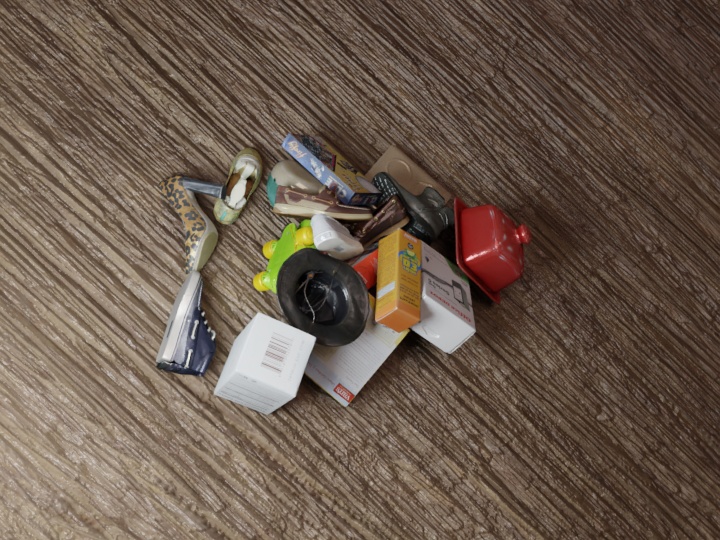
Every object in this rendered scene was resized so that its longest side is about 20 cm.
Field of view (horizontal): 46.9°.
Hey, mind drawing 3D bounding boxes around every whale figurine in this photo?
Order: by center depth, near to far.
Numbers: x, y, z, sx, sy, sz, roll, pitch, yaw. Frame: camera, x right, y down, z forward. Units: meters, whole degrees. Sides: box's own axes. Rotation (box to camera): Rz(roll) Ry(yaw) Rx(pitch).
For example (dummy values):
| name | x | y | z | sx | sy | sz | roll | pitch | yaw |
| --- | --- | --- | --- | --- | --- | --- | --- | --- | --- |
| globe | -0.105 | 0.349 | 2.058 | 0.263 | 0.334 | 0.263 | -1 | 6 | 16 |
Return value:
| name | x | y | z | sx | sy | sz | roll | pitch | yaw |
| --- | --- | --- | --- | --- | --- | --- | --- | --- | --- |
| whale figurine | -0.110 | -0.156 | 1.761 | 0.200 | 0.104 | 0.159 | 13 | 29 | -43 |

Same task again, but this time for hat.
| name | x | y | z | sx | sy | sz | roll | pitch | yaw |
| --- | --- | --- | --- | --- | --- | --- | --- | --- | --- |
| hat | -0.084 | 0.061 | 1.551 | 0.200 | 0.081 | 0.201 | 16 | 60 | -29 |

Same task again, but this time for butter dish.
| name | x | y | z | sx | sy | sz | roll | pitch | yaw |
| --- | --- | --- | --- | --- | --- | --- | --- | --- | --- |
| butter dish | 0.304 | -0.060 | 1.828 | 0.200 | 0.147 | 0.200 | 41 | 40 | -42 |

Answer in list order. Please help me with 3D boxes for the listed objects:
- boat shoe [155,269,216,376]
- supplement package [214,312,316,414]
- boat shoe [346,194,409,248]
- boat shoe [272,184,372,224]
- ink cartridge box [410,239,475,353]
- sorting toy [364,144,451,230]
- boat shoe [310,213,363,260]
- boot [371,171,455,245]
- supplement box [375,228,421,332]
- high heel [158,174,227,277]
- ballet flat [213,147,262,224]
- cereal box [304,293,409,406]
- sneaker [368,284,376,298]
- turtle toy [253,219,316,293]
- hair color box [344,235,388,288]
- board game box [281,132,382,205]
| name | x | y | z | sx | sy | sz | roll | pitch | yaw |
| --- | --- | --- | --- | --- | --- | --- | --- | --- | --- |
| boat shoe | -0.310 | 0.105 | 1.562 | 0.093 | 0.075 | 0.201 | 23 | 67 | -21 |
| supplement package | -0.176 | 0.174 | 1.505 | 0.117 | 0.200 | 0.117 | 24 | 65 | -12 |
| boat shoe | 0.006 | -0.089 | 1.758 | 0.200 | 0.070 | 0.070 | -34 | 113 | -12 |
| boat shoe | -0.072 | -0.135 | 1.651 | 0.199 | 0.072 | 0.072 | 6 | 86 | -7 |
| ink cartridge box | 0.154 | 0.052 | 1.726 | 0.145 | 0.084 | 0.200 | 34 | 29 | -22 |
| sorting toy | 0.094 | -0.173 | 1.894 | 0.185 | 0.036 | 0.200 | 41 | 53 | -3 |
| boat shoe | -0.051 | -0.065 | 1.630 | 0.200 | 0.072 | 0.069 | 20 | 50 | -67 |
| boot | 0.119 | -0.153 | 1.844 | 0.200 | 0.068 | 0.131 | 50 | 46 | -3 |
| supplement box | 0.076 | 0.017 | 1.633 | 0.066 | 0.069 | 0.201 | 27 | 45 | -29 |
| high heel | -0.355 | -0.089 | 1.648 | 0.142 | 0.071 | 0.201 | 12 | 80 | 15 |
| ballet flat | -0.245 | -0.185 | 1.721 | 0.071 | 0.071 | 0.200 | 27 | 59 | -12 |
| cereal box | -0.020 | 0.146 | 1.626 | 0.144 | 0.040 | 0.200 | 43 | 85 | -15 |
| sneaker | -0.015 | 0.086 | 1.702 | 0.114 | 0.073 | 0.201 | 24 | 59 | -10 |
| turtle toy | -0.123 | -0.027 | 1.674 | 0.101 | 0.145 | 0.201 | 34 | 56 | -33 |
| hair color box | 0.000 | 0.000 | 1.723 | 0.200 | 0.101 | 0.061 | -37 | 105 | -33 |
| board game box | -0.060 | -0.215 | 1.770 | 0.200 | 0.035 | 0.135 | 44 | 21 | 17 |
